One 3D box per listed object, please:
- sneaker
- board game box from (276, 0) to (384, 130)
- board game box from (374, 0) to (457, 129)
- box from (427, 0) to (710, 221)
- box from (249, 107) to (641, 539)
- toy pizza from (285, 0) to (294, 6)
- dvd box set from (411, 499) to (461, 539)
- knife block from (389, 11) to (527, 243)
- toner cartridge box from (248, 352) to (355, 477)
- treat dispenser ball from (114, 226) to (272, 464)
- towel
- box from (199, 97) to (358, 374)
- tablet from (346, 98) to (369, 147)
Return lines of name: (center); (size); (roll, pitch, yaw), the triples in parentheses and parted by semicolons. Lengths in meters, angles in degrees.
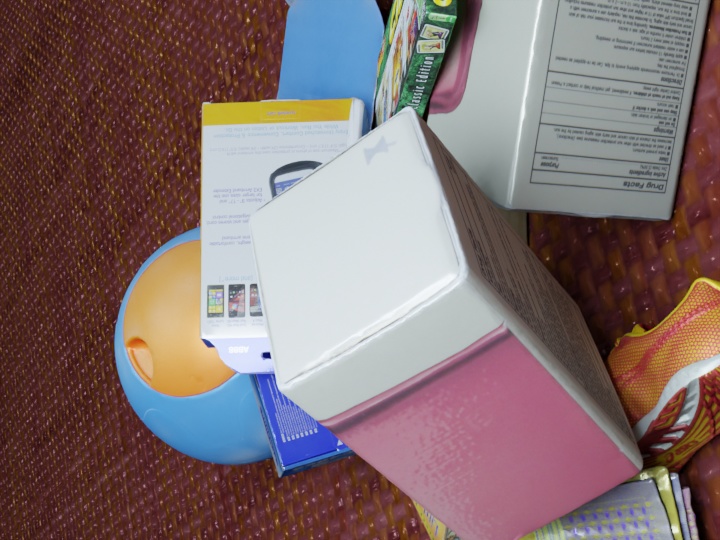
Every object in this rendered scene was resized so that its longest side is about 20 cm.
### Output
sneaker: (0.166, 0.081, 0.781); (0.200, 0.072, 0.078); (-47, 34, 40)
board game box: (-0.015, -0.137, 1.057); (0.158, 0.039, 0.203); (21, 106, 57)
board game box: (0.033, -0.147, 0.838); (0.200, 0.023, 0.106); (108, 168, -63)
box: (0.125, -0.140, 0.787); (0.109, 0.127, 0.203); (26, 111, 58)
box: (0.046, 0.039, 0.694); (0.108, 0.200, 0.129); (-32, 42, 16)
toy pizza: (-0.029, -0.326, 1.155); (0.199, 0.031, 0.203); (-1, 89, 59)
dvd box set: (0.050, 0.087, 0.933); (0.201, 0.029, 0.147); (94, 157, -45)
knife block: (0.078, -0.126, 0.927); (0.201, 0.063, 0.177); (61, 139, 42)
toner cartridge box: (-0.045, 0.044, 0.986); (0.043, 0.094, 0.202); (113, 141, -72)
treat dispenser ball: (-0.106, 0.060, 1.101); (0.200, 0.199, 0.204); (-5, 84, 59)
towel: (0.138, 0.221, 0.771); (0.142, 0.023, 0.203); (-11, 86, 29)
box: (-0.056, -0.024, 0.954); (0.042, 0.117, 0.203); (78, -169, -78)
tablet: (0.000, 0.000, 0.867); (0.131, 0.013, 0.202); (78, -168, -50)
